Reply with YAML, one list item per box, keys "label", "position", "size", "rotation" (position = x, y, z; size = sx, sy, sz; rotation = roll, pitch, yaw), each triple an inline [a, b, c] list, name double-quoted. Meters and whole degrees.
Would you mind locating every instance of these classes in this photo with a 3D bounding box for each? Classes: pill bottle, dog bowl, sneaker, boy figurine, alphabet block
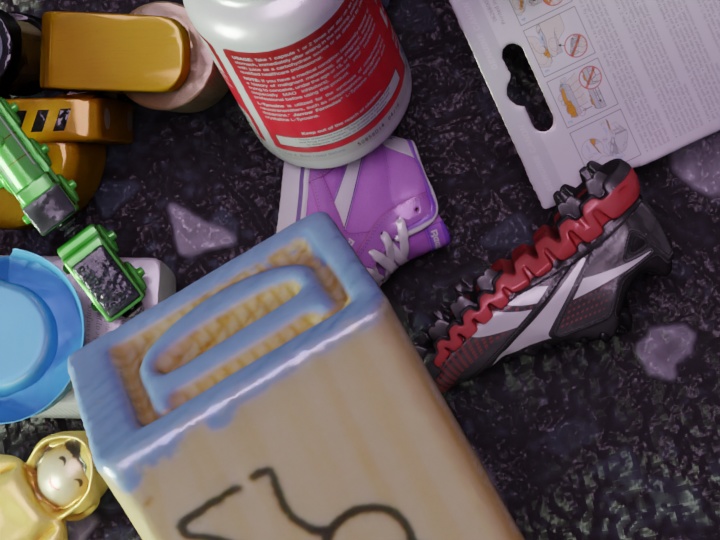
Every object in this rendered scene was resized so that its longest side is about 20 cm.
- label: "pill bottle"
  position: [-0.045, -0.160, 1.578]
  size: [0.111, 0.200, 0.113]
  rotation: [-9, 58, 14]
- label: "dog bowl"
  position: [-0.266, 0.034, 1.612]
  size: [0.199, 0.050, 0.112]
  rotation: [15, 81, 10]
- label: "sneaker"
  position: [0.120, 0.023, 1.628]
  size: [0.200, 0.071, 0.098]
  rotation: [-41, 99, 11]
- label: "sneaker"
  position: [0.000, 0.000, 1.641]
  size: [0.113, 0.073, 0.202]
  rotation: [5, 71, 3]
- label: "boy figurine"
  position: [-0.239, 0.174, 1.647]
  size: [0.199, 0.064, 0.125]
  rotation: [-31, 74, 3]
- label: "alphabet block"
  position: [-0.038, 0.114, 1.503]
  size: [0.195, 0.196, 0.201]
  rotation: [-29, 111, 0]

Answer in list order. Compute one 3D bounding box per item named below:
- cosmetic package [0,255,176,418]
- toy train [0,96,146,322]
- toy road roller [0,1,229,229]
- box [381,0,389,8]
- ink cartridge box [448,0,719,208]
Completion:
- label: "cosmetic package"
  position: [-0.224, 0.044, 1.666]
  size: [0.198, 0.074, 0.102]
  rotation: [0, 78, 5]
- label: "toy train"
  position: [-0.203, -0.050, 1.593]
  size: [0.042, 0.056, 0.200]
  rotation: [-37, 95, 0]
- label: "toy road roller"
  position: [-0.185, -0.100, 1.669]
  size: [0.199, 0.123, 0.147]
  rotation: [0, 92, 9]
- label: "box"
  position: [-0.017, -0.291, 1.666]
  size: [0.051, 0.157, 0.201]
  rotation: [11, 78, 41]
- label: "ink cartridge box"
  position: [0.176, -0.154, 1.646]
  size: [0.199, 0.050, 0.163]
  rotation: [-25, 102, 5]
